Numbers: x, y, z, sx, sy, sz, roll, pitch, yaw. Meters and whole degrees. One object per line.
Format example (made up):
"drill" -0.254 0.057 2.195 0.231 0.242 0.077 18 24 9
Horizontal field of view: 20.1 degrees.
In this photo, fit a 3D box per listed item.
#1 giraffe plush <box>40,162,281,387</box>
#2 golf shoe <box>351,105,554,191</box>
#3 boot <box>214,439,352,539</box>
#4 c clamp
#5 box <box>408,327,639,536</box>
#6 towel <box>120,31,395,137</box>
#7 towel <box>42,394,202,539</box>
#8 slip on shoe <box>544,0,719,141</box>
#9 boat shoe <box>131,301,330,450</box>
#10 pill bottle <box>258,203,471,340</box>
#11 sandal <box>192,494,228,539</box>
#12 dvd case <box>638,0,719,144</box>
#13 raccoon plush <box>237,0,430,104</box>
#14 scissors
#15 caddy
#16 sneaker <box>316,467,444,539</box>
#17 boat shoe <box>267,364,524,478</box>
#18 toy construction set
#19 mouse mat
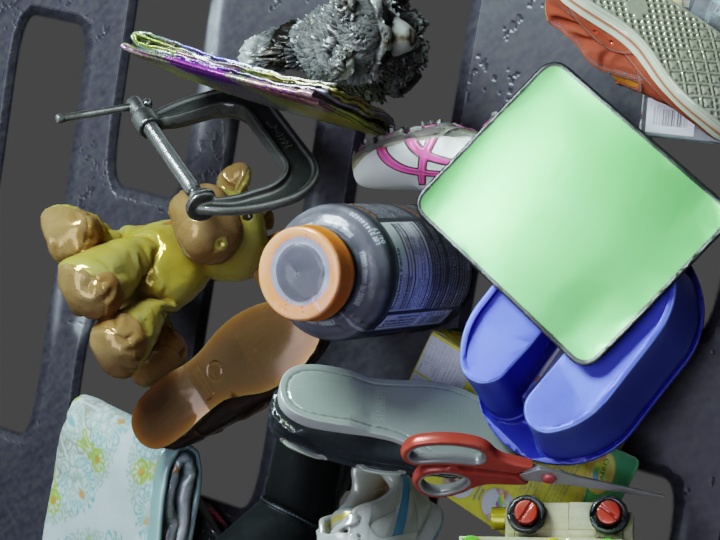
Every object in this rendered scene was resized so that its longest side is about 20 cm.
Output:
"giraffe plush" -0.148 -0.010 1.703 0.162 0.200 0.173 -27 91 11
"golf shoe" 0.081 -0.075 1.606 0.200 0.073 0.092 -5 88 30
"boot" -0.059 0.178 1.641 0.073 0.198 0.163 25 112 23
"c clamp" -0.133 -0.096 1.679 0.200 0.171 0.027 46 146 43
"box" 0.122 0.143 1.616 0.200 0.048 0.117 33 108 26
"towel" -0.078 -0.150 1.644 0.200 0.144 0.023 18 90 27
"towel" -0.216 0.226 1.786 0.171 0.048 0.200 17 99 44
"slip on shoe" 0.217 -0.159 1.513 0.200 0.074 0.061 40 147 15
"boat shoe" -0.098 0.083 1.670 0.200 0.070 0.070 -31 74 26
"pill bottle" 0.000 0.000 1.584 0.106 0.200 0.106 1 91 28
"sandal" -0.140 0.239 1.780 0.075 0.045 0.200 -39 60 20
"dvd case" 0.285 -0.192 1.513 0.146 0.022 0.200 8 96 29
"raccoon plush" -0.037 -0.172 1.633 0.200 0.134 0.097 -18 85 29
"scissors" 0.130 0.149 1.524 0.200 0.014 0.073 2 136 5
"caddy" 0.168 0.051 1.540 0.141 0.105 0.200 38 89 26
"sneaker" -0.005 0.235 1.604 0.076 0.200 0.081 -25 116 38
"boat shoe" 0.027 0.124 1.579 0.200 0.076 0.060 18 141 -4
"toy construction set" 0.151 0.238 1.531 0.200 0.092 0.131 4 73 -3
"mouse mat" 0.155 -0.045 1.513 0.161 0.008 0.200 -46 64 2
